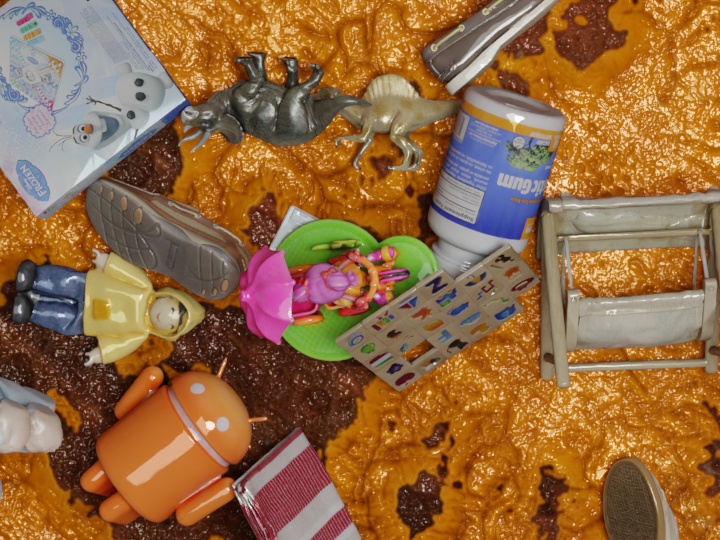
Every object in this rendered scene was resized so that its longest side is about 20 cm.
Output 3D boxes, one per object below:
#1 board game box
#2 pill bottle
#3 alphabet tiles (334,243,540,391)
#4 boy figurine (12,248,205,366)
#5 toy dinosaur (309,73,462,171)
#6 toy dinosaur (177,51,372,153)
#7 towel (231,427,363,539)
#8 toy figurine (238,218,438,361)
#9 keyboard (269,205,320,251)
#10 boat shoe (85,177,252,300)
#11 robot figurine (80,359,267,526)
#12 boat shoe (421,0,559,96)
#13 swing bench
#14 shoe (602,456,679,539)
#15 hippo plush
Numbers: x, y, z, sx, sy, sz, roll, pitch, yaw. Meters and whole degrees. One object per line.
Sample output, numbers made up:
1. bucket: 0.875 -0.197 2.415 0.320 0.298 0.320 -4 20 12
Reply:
1. board game box: -0.314 -0.193 1.617 0.198 0.043 0.201 -37 85 1
2. pill bottle: 0.134 -0.082 1.619 0.111 0.112 0.202 15 107 -4
3. alphabet tiles: 0.088 0.046 1.611 0.199 0.167 0.008 -34 58 9
4. boy figurine: -0.266 0.044 1.647 0.198 0.064 0.126 11 92 0
5. toy dinosaur: 0.044 -0.157 1.643 0.198 0.058 0.102 1 94 -2
6. toy dinosaur: -0.088 -0.173 1.635 0.198 0.077 0.103 6 105 -3
7. towel: -0.049 0.281 1.646 0.023 0.144 0.201 -24 97 33
8. toy figurine: -0.039 0.021 1.559 0.198 0.184 0.152 -10 89 20
9. keyboard: 0.000 0.000 1.681 0.199 0.011 0.057 28 99 -4
10. boat shoe: -0.202 -0.039 1.640 0.199 0.072 0.076 33 124 11
11. robot figurine: -0.199 0.184 1.636 0.199 0.144 0.117 -37 124 2
12. boat shoe: 0.152 -0.271 1.631 0.200 0.072 0.060 -42 88 1
13. swing bench: 0.290 0.016 1.637 0.197 0.130 0.202 -2 90 -1
14. shoe: 0.316 0.300 1.705 0.069 0.053 0.202 -12 92 32
15. hippo plush: -0.425 0.180 1.605 0.199 0.159 0.162 29 93 -5
